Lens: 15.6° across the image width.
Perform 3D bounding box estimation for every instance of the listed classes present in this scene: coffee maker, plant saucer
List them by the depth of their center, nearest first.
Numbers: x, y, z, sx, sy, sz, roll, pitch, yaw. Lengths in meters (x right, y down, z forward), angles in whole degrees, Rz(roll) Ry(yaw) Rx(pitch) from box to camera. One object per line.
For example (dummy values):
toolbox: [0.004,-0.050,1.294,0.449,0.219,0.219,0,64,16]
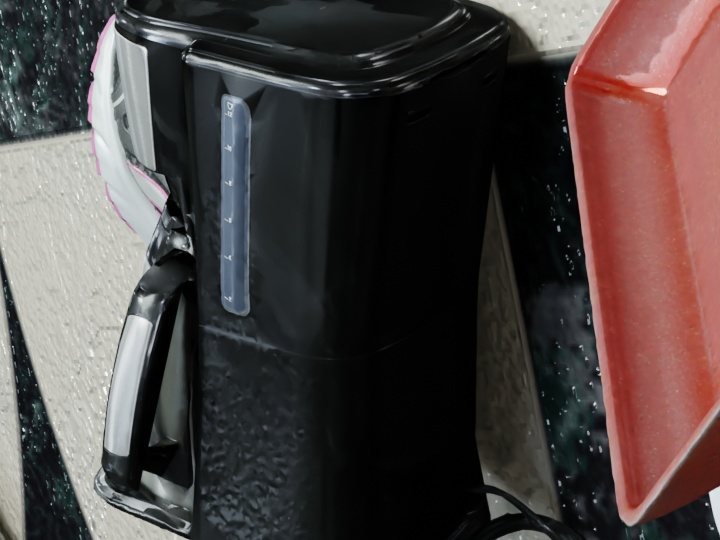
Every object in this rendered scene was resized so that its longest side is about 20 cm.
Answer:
plant saucer: [0.122,-0.060,0.695,0.201,0.036,0.200,-91,25,-50]
coffee maker: [0.000,0.000,0.959,0.135,0.191,0.201,-68,-16,-64]

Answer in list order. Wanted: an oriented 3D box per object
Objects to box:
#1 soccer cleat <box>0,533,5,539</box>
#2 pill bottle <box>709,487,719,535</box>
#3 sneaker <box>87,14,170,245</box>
soccer cleat: [-0.247,0.106,1.490,0.200,0.086,0.070,44,149,8]
pill bottle: [0.183,0.048,0.661,0.200,0.114,0.115,-8,96,61]
sneaker: [-0.045,-0.018,1.086,0.086,0.080,0.201,-1,110,48]
